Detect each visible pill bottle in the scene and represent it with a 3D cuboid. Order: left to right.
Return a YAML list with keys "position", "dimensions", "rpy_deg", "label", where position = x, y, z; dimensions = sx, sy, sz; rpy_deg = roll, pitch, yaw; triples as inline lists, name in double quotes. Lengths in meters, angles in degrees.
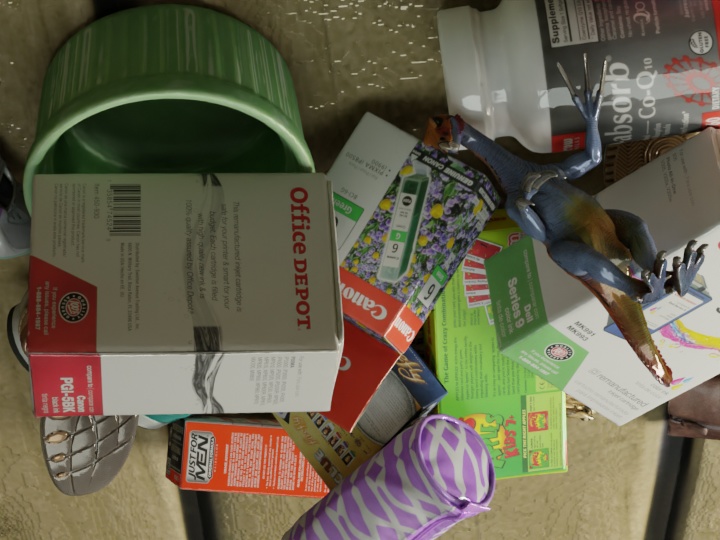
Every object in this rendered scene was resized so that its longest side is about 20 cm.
- position: [0.155, -0.140, 1.264]
  dimensions: [0.198, 0.116, 0.116]
  rpy_deg: [-8, 142, 4]
  label: "pill bottle"

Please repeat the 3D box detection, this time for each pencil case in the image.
- position: [0.017, 0.187, 1.411]
  dimensions: [0.083, 0.086, 0.200]
  rpy_deg: [18, 135, -29]
  label: "pencil case"

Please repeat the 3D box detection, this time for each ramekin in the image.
- position: [-0.132, -0.090, 1.310]
  dimensions: [0.198, 0.098, 0.201]
  rpy_deg: [-3, 142, -3]
  label: "ramekin"

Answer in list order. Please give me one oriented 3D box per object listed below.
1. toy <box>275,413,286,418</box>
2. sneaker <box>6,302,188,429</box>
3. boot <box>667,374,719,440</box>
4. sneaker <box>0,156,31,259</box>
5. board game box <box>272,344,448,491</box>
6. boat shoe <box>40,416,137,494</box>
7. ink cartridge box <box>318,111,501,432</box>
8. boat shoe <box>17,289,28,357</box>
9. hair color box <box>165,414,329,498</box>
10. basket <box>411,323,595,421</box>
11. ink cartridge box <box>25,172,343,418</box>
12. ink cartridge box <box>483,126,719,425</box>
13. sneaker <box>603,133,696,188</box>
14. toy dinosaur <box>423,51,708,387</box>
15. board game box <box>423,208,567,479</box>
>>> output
- position: [-0.128, 0.030, 1.422]
  dimensions: [0.199, 0.047, 0.115]
  rpy_deg: [34, 137, 6]
  label: "toy"
- position: [-0.176, 0.064, 1.511]
  dimensions: [0.120, 0.084, 0.200]
  rpy_deg: [-22, 147, 28]
  label: "sneaker"
- position: [0.361, 0.140, 1.706]
  dimensions: [0.165, 0.073, 0.201]
  rpy_deg: [0, 145, 14]
  label: "boot"
- position: [-0.276, -0.087, 1.314]
  dimensions: [0.199, 0.078, 0.140]
  rpy_deg: [24, 135, -32]
  label: "sneaker"
- position: [-0.037, 0.055, 1.445]
  dimensions: [0.035, 0.200, 0.136]
  rpy_deg: [-25, 163, -46]
  label: "board game box"
- position: [-0.208, 0.068, 1.422]
  dimensions: [0.075, 0.072, 0.202]
  rpy_deg: [0, 107, -19]
  label: "boat shoe"
- position: [0.000, 0.000, 1.342]
  dimensions: [0.109, 0.201, 0.050]
  rpy_deg: [30, 173, 25]
  label: "ink cartridge box"
- position: [-0.142, 0.044, 1.319]
  dimensions: [0.198, 0.072, 0.076]
  rpy_deg: [-4, 117, 4]
  label: "boat shoe"
- position: [-0.063, 0.161, 1.634]
  dimensions: [0.198, 0.062, 0.101]
  rpy_deg: [6, 178, -12]
  label: "hair color box"
- position: [0.090, 0.027, 1.515]
  dimensions: [0.198, 0.149, 0.144]
  rpy_deg: [3, 109, -10]
  label: "basket"
- position: [-0.116, 0.016, 1.246]
  dimensions: [0.198, 0.148, 0.083]
  rpy_deg: [0, 144, -6]
  label: "ink cartridge box"
- position: [0.208, 0.008, 1.307]
  dimensions: [0.199, 0.088, 0.145]
  rpy_deg: [-33, 135, 28]
  label: "ink cartridge box"
- position: [0.217, -0.058, 1.427]
  dimensions: [0.070, 0.109, 0.201]
  rpy_deg: [-6, 112, 5]
  label: "sneaker"
- position: [0.117, -0.028, 1.199]
  dimensions: [0.181, 0.105, 0.201]
  rpy_deg: [26, 126, 30]
  label: "toy dinosaur"
- position: [0.100, 0.057, 1.423]
  dimensions: [0.101, 0.048, 0.202]
  rpy_deg: [-6, 110, -7]
  label: "board game box"
